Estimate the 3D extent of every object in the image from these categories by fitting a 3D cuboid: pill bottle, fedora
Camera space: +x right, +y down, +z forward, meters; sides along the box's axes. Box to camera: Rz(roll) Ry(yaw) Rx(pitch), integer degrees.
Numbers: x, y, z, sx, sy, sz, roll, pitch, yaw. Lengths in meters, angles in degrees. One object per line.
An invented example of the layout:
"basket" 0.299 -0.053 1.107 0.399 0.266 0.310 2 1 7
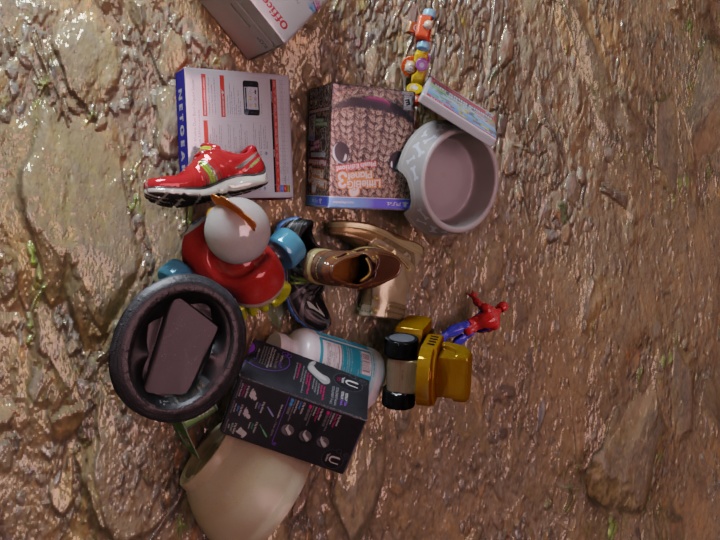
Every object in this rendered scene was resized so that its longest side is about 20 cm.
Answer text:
"pill bottle" -0.065 0.162 1.272 0.199 0.110 0.112 20 82 -29
"fedora" -0.257 0.103 1.043 0.199 0.091 0.203 -1 92 -30

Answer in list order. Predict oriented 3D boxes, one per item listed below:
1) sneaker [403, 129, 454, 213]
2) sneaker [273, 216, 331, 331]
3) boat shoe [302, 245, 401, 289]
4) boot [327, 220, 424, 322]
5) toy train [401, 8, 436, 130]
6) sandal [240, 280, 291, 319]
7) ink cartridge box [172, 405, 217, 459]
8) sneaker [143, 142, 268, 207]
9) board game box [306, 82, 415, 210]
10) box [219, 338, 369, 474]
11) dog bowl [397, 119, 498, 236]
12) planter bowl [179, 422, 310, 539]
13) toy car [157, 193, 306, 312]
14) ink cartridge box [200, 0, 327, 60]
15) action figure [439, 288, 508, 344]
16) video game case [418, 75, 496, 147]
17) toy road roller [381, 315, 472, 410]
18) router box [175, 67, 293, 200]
"sneaker" 0.124 -0.150 1.367 0.078 0.089 0.201 -34 131 -26
"sneaker" -0.086 0.008 1.263 0.071 0.082 0.202 -32 111 -60
"boat shoe" 0.000 0.000 1.236 0.199 0.067 0.073 -1 100 -44
"boot" 0.014 0.003 1.337 0.199 0.073 0.157 19 83 -34
"toy train" 0.089 -0.351 1.341 0.055 0.150 0.202 11 91 6
"sandal" -0.215 0.043 1.208 0.199 0.080 0.087 -24 67 -21
"ink cartridge box" -0.274 0.176 1.150 0.059 0.104 0.202 -28 106 -26
"sneaker" -0.235 -0.147 1.132 0.199 0.077 0.086 -16 90 -35
"board game box" -0.001 -0.206 1.287 0.158 0.097 0.202 -1 97 -26
"box" -0.096 0.204 1.148 0.198 0.122 0.107 20 111 -5
"dog bowl" 0.155 -0.155 1.293 0.199 0.058 0.202 -7 103 -33
"planter bowl" -0.191 0.317 1.163 0.135 0.200 0.201 41 72 -13
"toy car" -0.192 -0.052 1.109 0.184 0.176 0.201 -46 158 -30
"ink cartridge box" -0.132 -0.457 1.185 0.145 0.144 0.200 48 69 -24
"action figure" 0.190 0.107 1.458 0.199 0.099 0.066 -29 110 -3
"video game case" 0.169 -0.277 1.298 0.142 0.200 0.018 31 114 -4
"toy road roller" 0.121 0.162 1.293 0.200 0.144 0.124 -38 132 -72
"router box" -0.199 -0.215 1.211 0.178 0.049 0.202 -3 94 -31
